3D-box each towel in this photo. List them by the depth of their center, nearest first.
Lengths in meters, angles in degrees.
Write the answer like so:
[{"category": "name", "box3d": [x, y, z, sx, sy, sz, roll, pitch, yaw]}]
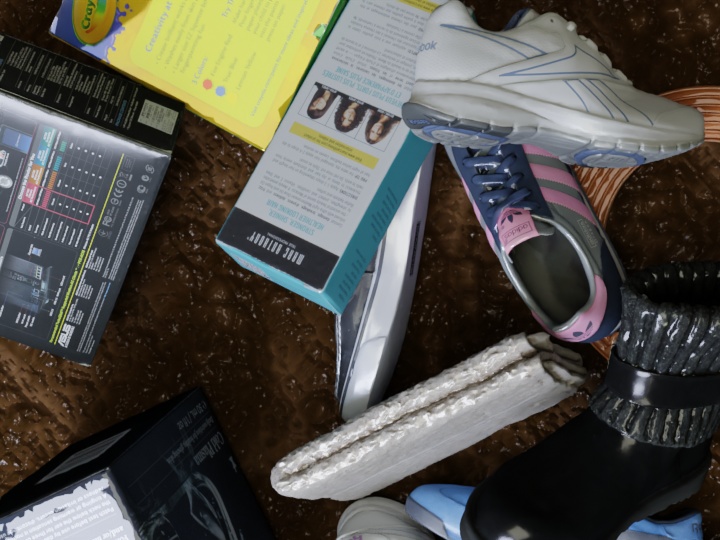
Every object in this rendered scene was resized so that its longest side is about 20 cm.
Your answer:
[{"category": "towel", "box3d": [0.046, 0.096, 0.897, 0.198, 0.132, 0.035, -28, 71, 14]}]

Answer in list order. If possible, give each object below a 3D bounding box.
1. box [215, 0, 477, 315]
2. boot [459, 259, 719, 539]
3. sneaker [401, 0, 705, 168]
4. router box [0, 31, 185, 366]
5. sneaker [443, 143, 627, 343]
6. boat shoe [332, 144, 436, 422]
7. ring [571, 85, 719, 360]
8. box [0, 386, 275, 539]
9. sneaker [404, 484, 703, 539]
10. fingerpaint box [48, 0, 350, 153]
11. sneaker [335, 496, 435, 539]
[{"category": "box", "box3d": [-0.004, -0.081, 0.871, 0.082, 0.049, 0.202, 25, 80, 23]}, {"category": "boot", "box3d": [0.154, 0.085, 0.834, 0.079, 0.210, 0.159, 40, 137, 32]}, {"category": "sneaker", "box3d": [0.123, -0.111, 0.837, 0.197, 0.074, 0.088, 9, 83, -21]}, {"category": "router box", "box3d": [-0.215, -0.044, 0.902, 0.148, 0.063, 0.201, 20, 128, -12]}, {"category": "sneaker", "box3d": [0.102, -0.045, 0.878, 0.070, 0.082, 0.201, -37, 79, 23]}, {"category": "boat shoe", "box3d": [0.000, 0.000, 0.920, 0.067, 0.072, 0.203, 11, 96, 12]}, {"category": "ring", "box3d": [0.223, -0.018, 0.904, 0.197, 0.019, 0.203, 2, 101, 11]}, {"category": "box", "box3d": [-0.138, 0.209, 0.916, 0.123, 0.200, 0.199, -24, 95, 13]}, {"category": "sneaker", "box3d": [0.131, 0.163, 0.933, 0.197, 0.066, 0.079, 15, 91, 7]}, {"category": "fingerpaint box", "box3d": [-0.081, -0.205, 0.899, 0.165, 0.073, 0.202, 27, 101, 4]}, {"category": "sneaker", "box3d": [0.065, 0.232, 0.935, 0.198, 0.100, 0.076, 28, 101, 3]}]
